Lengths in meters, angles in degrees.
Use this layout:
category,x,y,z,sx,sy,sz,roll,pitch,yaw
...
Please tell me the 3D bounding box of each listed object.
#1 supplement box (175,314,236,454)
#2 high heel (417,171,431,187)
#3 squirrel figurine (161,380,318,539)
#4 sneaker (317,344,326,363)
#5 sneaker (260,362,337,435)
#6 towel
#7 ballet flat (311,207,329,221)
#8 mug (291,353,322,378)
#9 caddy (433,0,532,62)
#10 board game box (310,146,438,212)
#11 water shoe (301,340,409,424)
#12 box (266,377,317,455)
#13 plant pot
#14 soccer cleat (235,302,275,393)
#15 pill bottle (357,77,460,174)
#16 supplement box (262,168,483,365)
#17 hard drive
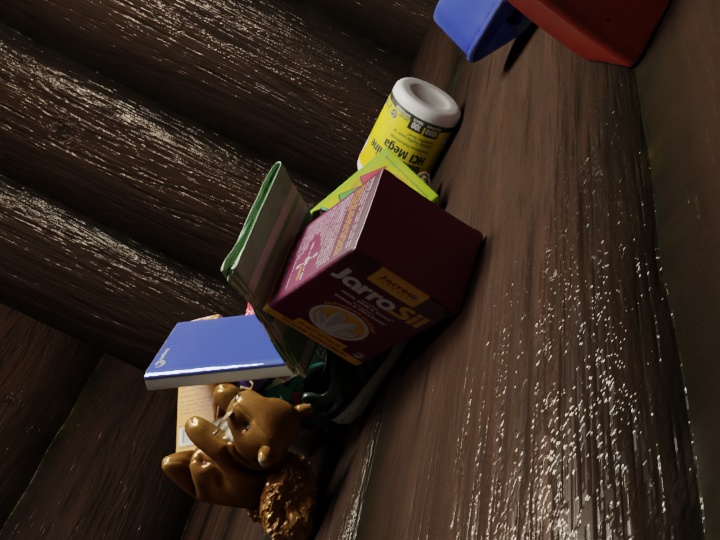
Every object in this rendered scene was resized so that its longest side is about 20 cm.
category,x,y,z,sx,sy,sz,roll,pitch,yaw
supplement box,-0.194,0.164,1.504,0.067,0.068,0.202,41,-136,-54
high heel,0.016,-0.077,1.582,0.072,0.141,0.201,103,-173,-57
squirrel figurine,-0.109,0.218,1.358,0.141,0.200,0.186,-42,3,-38
sneaker,0.013,0.048,1.450,0.200,0.077,0.080,-52,-2,-29
sneaker,-0.054,0.167,1.535,0.120,0.085,0.199,-20,-6,28
towel,-0.081,0.004,1.288,0.201,0.023,0.154,61,-138,-45
ballet flat,0.000,0.000,1.338,0.070,0.200,0.071,-16,56,27
mug,-0.065,0.059,1.647,0.151,0.115,0.185,-35,6,12
caddy,0.184,-0.355,1.486,0.141,0.105,0.200,-41,-10,-36
board game box,-0.004,-0.057,1.505,0.200,0.102,0.048,-41,-20,-14
water shoe,-0.001,0.086,1.324,0.201,0.078,0.072,-61,17,16
box,-0.138,0.190,1.625,0.200,0.094,0.078,44,-116,-59
plant pot,0.174,-0.301,0.951,0.201,0.175,0.200,-64,6,10
soccer cleat,-0.128,0.066,1.514,0.068,0.073,0.202,-1,57,34
pill bottle,0.064,-0.184,1.785,0.113,0.112,0.201,-74,10,-60
supplement box,0.010,0.003,1.187,0.200,0.130,0.104,-33,30,53
hard drive,-0.151,0.094,1.423,0.132,0.198,0.026,-68,-33,-60
